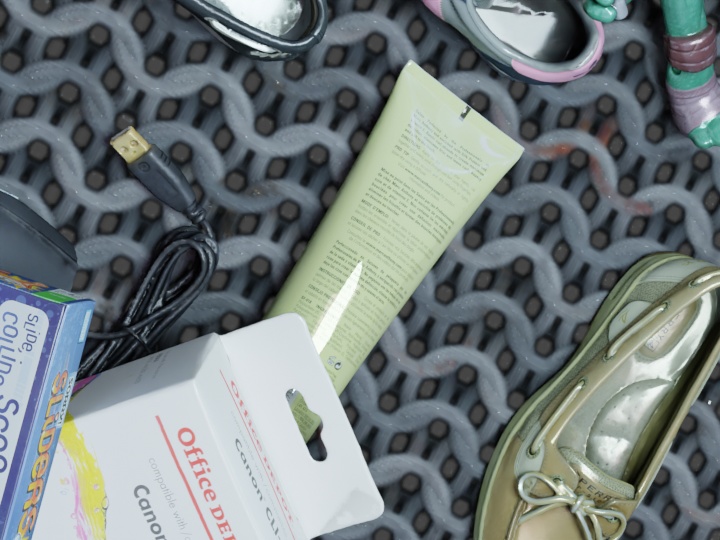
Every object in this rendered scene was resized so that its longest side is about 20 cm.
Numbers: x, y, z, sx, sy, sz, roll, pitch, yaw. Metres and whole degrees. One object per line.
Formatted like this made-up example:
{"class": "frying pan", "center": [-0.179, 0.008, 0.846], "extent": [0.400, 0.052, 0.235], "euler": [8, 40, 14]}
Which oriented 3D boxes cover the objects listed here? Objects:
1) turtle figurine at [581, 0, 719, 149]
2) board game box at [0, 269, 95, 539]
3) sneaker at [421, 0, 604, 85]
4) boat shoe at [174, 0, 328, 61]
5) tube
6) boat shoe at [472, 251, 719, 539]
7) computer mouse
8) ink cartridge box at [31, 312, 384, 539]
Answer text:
{"class": "turtle figurine", "center": [0.170, -0.160, 1.139], "extent": [0.150, 0.101, 0.200], "euler": [-27, 135, 2]}
{"class": "board game box", "center": [-0.209, 0.089, 1.047], "extent": [0.135, 0.034, 0.200], "euler": [18, 97, 13]}
{"class": "sneaker", "center": [0.042, -0.163, 1.128], "extent": [0.200, 0.082, 0.070], "euler": [36, 88, -18]}
{"class": "boat shoe", "center": [-0.094, -0.173, 1.096], "extent": [0.200, 0.060, 0.076], "euler": [34, 87, -18]}
{"class": "tube", "center": [0.000, 0.000, 1.160], "extent": [0.200, 0.052, 0.058], "euler": [-57, 150, -7]}
{"class": "boat shoe", "center": [0.127, 0.082, 1.198], "extent": [0.073, 0.063, 0.201], "euler": [36, 86, -18]}
{"class": "computer mouse", "center": [-0.159, -0.022, 1.104], "extent": [0.200, 0.046, 0.140], "euler": [42, 86, -18]}
{"class": "ink cartridge box", "center": [-0.102, 0.107, 1.089], "extent": [0.200, 0.068, 0.117], "euler": [-21, 104, 13]}
